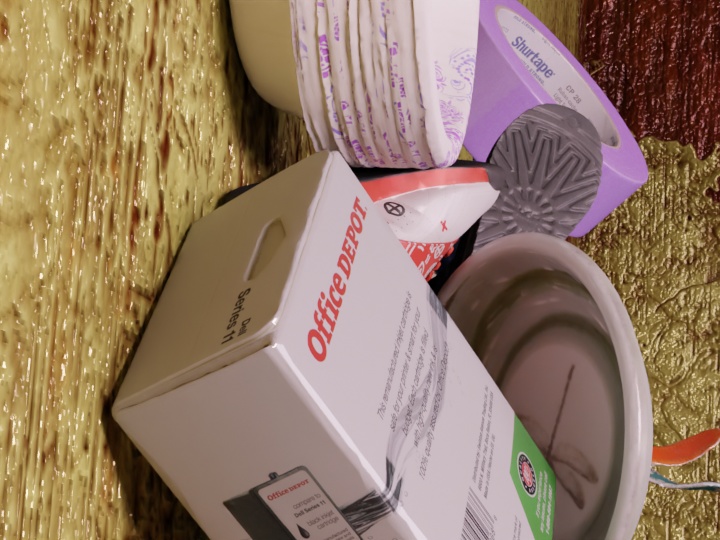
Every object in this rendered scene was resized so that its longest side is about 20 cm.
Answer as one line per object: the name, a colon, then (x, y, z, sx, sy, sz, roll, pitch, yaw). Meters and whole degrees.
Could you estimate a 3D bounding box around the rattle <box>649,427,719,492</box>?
rattle: (0.122, 0.136, 1.135, 0.144, 0.199, 0.130, -63, -143, 18)

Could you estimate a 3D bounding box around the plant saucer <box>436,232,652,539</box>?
plant saucer: (0.089, 0.084, 0.871, 0.199, 0.050, 0.203, -17, -109, 57)

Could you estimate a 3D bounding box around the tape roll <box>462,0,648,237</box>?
tape roll: (0.124, -0.122, 1.300, 0.200, 0.066, 0.201, 42, 22, -21)

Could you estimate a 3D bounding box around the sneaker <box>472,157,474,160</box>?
sneaker: (0.093, -0.034, 1.458, 0.077, 0.084, 0.201, -114, -146, -50)

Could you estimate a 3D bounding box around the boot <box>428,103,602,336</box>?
boot: (0.061, 0.008, 1.055, 0.166, 0.065, 0.200, -63, -175, -30)

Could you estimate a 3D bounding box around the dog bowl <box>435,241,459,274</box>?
dog bowl: (0.086, -0.014, 1.260, 0.200, 0.049, 0.113, -123, -165, -68)

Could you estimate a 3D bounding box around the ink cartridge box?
ink cartridge box: (-0.002, 0.073, 0.736, 0.201, 0.082, 0.147, 56, 26, -23)

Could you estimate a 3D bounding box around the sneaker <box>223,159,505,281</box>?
sneaker: (0.005, 0.004, 0.884, 0.201, 0.067, 0.109, -15, 106, -53)

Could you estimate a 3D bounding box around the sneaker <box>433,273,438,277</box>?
sneaker: (0.045, 0.089, 1.210, 0.069, 0.099, 0.201, -39, 106, -35)

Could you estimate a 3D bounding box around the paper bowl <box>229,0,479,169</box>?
paper bowl: (-0.001, -0.151, 0.857, 0.201, 0.103, 0.203, 1, 90, -79)
